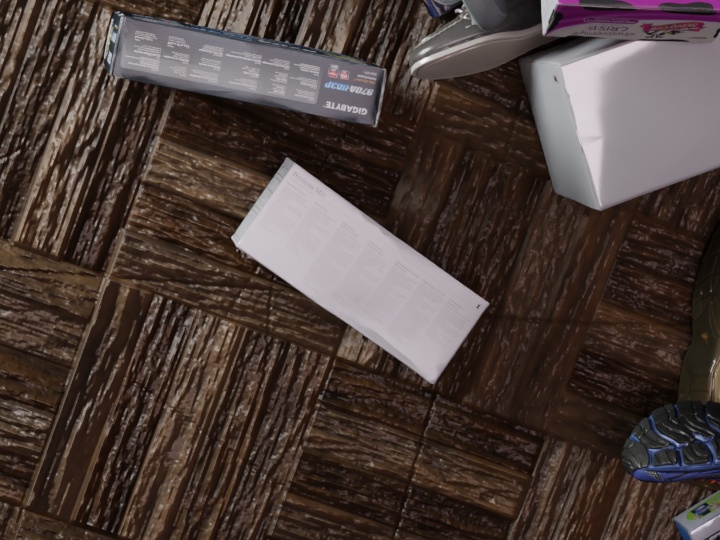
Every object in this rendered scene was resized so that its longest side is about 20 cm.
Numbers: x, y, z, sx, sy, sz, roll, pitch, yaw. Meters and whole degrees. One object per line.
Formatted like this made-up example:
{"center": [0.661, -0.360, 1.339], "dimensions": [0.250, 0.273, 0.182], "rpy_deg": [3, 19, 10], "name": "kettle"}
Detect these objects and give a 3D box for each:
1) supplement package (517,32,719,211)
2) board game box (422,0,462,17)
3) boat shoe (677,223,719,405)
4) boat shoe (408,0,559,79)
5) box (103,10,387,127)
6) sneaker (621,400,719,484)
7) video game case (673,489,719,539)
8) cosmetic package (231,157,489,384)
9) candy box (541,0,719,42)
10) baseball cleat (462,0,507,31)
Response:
{"center": [0.246, -0.142, 1.359], "dimensions": [0.198, 0.120, 0.122], "rpy_deg": [-19, 103, -7], "name": "supplement package"}
{"center": [0.109, -0.312, 1.352], "dimensions": [0.199, 0.035, 0.136], "rpy_deg": [-33, 102, -4], "name": "board game box"}
{"center": [0.320, 0.044, 1.431], "dimensions": [0.067, 0.072, 0.202], "rpy_deg": [4, 104, -16], "name": "boat shoe"}
{"center": [0.124, -0.207, 1.362], "dimensions": [0.198, 0.067, 0.057], "rpy_deg": [-20, 76, -11], "name": "boat shoe"}
{"center": [-0.090, -0.154, 1.278], "dimensions": [0.198, 0.159, 0.046], "rpy_deg": [10, 98, -12], "name": "box"}
{"center": [0.308, 0.155, 1.393], "dimensions": [0.198, 0.076, 0.079], "rpy_deg": [-3, 124, -13], "name": "sneaker"}
{"center": [0.397, 0.258, 1.487], "dimensions": [0.180, 0.045, 0.201], "rpy_deg": [-30, 103, -3], "name": "video game case"}
{"center": [0.000, 0.000, 1.373], "dimensions": [0.199, 0.051, 0.083], "rpy_deg": [36, 93, -14], "name": "cosmetic package"}
{"center": [0.203, -0.276, 1.282], "dimensions": [0.135, 0.061, 0.202], "rpy_deg": [2, 73, -6], "name": "candy box"}
{"center": [0.095, -0.287, 1.282], "dimensions": [0.106, 0.070, 0.202], "rpy_deg": [-17, 96, 21], "name": "baseball cleat"}
